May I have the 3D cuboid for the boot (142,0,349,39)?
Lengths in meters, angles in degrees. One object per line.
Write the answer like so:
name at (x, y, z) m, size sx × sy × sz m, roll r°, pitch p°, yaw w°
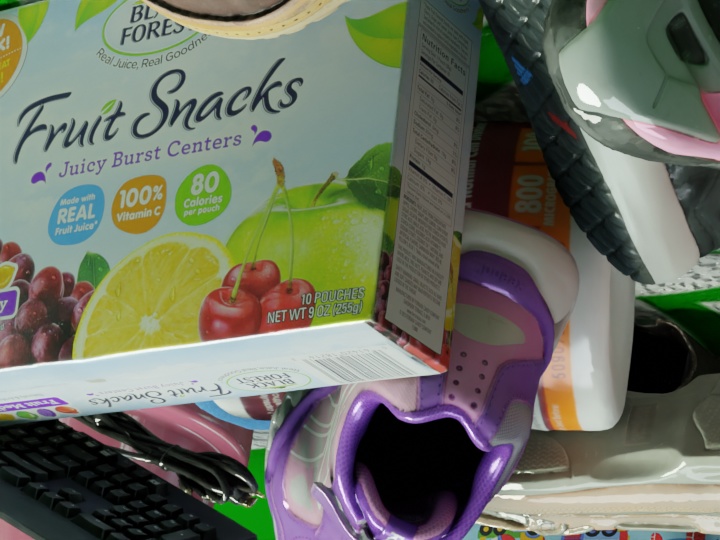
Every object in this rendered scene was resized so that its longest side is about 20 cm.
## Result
boot at (-0.037, -0.144, 0.694) m, size 0.199 × 0.073 × 0.166 m, roll 0°, pitch 144°, yaw 46°

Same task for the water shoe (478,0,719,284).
water shoe at (0.087, -0.083, 0.798) m, size 0.079 × 0.072 × 0.201 m, roll -35°, pitch 139°, yaw -11°

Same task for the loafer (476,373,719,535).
loafer at (0.097, 0.080, 0.973) m, size 0.199 × 0.072 × 0.063 m, roll -2°, pitch 124°, yaw 26°

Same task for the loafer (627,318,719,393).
loafer at (0.132, 0.062, 1.117) m, size 0.199 × 0.074 × 0.071 m, roll 17°, pitch 157°, yaw -26°

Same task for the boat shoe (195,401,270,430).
boat shoe at (0.007, 0.018, 1.057) m, size 0.199 × 0.069 × 0.084 m, roll -5°, pitch 151°, yaw 30°

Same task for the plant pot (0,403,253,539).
plant pot at (-0.156, 0.118, 1.196) m, size 0.198 × 0.180 × 0.200 m, roll 6°, pitch 158°, yaw 2°

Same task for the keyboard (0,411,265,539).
keyboard at (-0.114, 0.061, 0.921) m, size 0.199 × 0.021 × 0.127 m, roll 27°, pitch -164°, yaw 35°

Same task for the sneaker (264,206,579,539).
sneaker at (0.012, 0.070, 0.869) m, size 0.080 × 0.089 × 0.201 m, roll 17°, pitch 138°, yaw -7°

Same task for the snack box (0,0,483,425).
snack box at (-0.058, -0.030, 0.848) m, size 0.199 × 0.143 × 0.053 m, roll -9°, pitch 153°, yaw 33°

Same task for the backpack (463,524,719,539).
backpack at (0.098, 0.177, 1.065) m, size 0.181 × 0.201 × 0.135 m, roll 3°, pitch 150°, yaw 24°

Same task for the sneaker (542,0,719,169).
sneaker at (0.094, -0.072, 0.678) m, size 0.095 × 0.080 × 0.200 m, roll -10°, pitch -168°, yaw 38°

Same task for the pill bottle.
pill bottle at (0.000, 0.000, 0.947) m, size 0.198 × 0.115 × 0.114 m, roll 1°, pitch 158°, yaw 11°
